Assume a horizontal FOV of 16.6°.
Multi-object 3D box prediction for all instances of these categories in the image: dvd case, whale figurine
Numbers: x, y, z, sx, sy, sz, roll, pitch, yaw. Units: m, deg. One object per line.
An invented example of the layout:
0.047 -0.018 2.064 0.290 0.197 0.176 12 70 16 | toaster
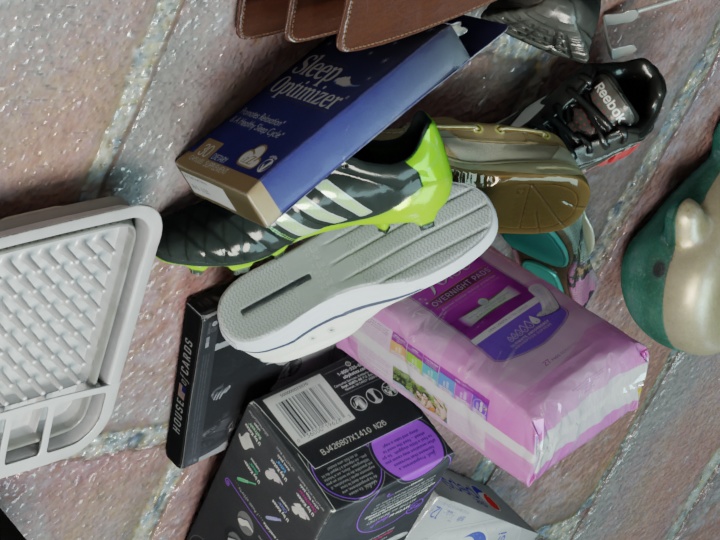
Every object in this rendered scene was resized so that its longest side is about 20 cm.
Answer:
-0.047 0.047 1.750 0.199 0.025 0.151 -25 142 -34 | dvd case
0.277 -0.034 2.018 0.159 0.103 0.201 20 85 -56 | whale figurine

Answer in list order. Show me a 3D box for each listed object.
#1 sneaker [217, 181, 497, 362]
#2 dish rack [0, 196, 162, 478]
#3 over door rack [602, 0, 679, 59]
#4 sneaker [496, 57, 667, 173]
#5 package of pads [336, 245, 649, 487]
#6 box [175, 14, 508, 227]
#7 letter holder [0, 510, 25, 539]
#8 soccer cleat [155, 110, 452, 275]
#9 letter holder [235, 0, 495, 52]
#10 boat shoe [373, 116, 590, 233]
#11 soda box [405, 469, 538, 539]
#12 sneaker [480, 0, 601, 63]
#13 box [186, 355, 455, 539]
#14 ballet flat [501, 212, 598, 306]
0.000 0.000 1.646 0.199 0.073 0.071 -22 161 6 | sneaker
-0.214 0.041 1.517 0.171 0.044 0.201 -15 136 -41 | dish rack
0.249 -0.256 1.752 0.199 0.067 0.148 -26 145 -9 | over door rack
0.143 -0.097 1.758 0.200 0.071 0.098 -30 173 -30 | sneaker
0.090 0.053 1.713 0.120 0.200 0.076 -30 139 -33 | package of pads
-0.013 -0.109 1.531 0.200 0.121 0.033 -39 115 -14 | box
-0.308 0.244 1.558 0.199 0.101 0.143 -13 137 -44 | letter holder
-0.040 -0.053 1.574 0.198 0.068 0.082 -13 122 -5 | soccer cleat
0.033 -0.194 1.507 0.199 0.101 0.143 -25 144 -33 | letter holder
0.055 -0.068 1.674 0.198 0.067 0.074 6 132 -17 | boat shoe
0.068 0.205 2.029 0.064 0.068 0.200 -51 150 6 | soda box
0.128 -0.190 1.613 0.200 0.076 0.091 -87 -159 -80 | sneaker
-0.034 0.169 1.792 0.122 0.106 0.201 -22 152 -36 | box
0.148 -0.026 1.884 0.071 0.069 0.200 -59 157 -17 | ballet flat
